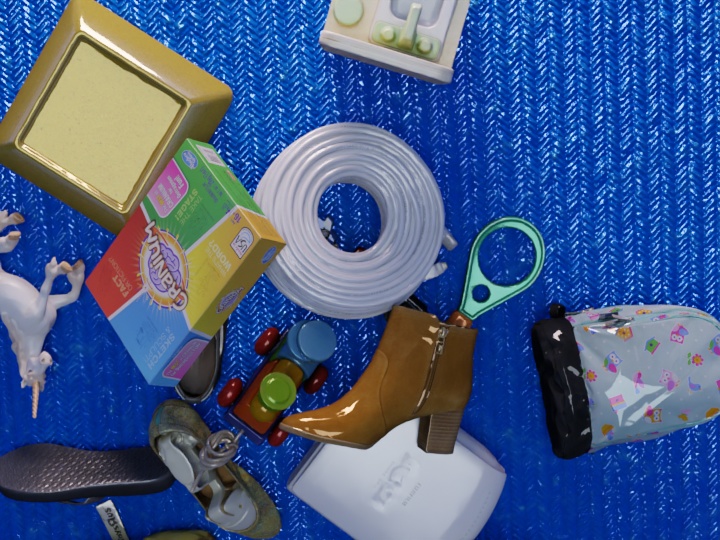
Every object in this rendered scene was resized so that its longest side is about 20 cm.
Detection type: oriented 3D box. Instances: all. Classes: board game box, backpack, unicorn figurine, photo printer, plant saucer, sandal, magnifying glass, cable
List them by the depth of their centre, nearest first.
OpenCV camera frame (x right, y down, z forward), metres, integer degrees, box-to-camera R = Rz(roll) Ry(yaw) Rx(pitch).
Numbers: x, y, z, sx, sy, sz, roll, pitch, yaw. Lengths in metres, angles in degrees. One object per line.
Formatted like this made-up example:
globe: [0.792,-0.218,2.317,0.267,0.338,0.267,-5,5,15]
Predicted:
board game box: [-0.181,-0.007,1.273,0.200,0.040,0.153,-51,58,19]
cable: [-0.012,-0.050,1.290,0.199,0.069,0.201,-33,91,-15]
backpack: [0.290,0.110,1.309,0.198,0.127,0.169,-10,95,-2]
plant saucer: [-0.265,-0.153,1.310,0.199,0.048,0.201,31,97,-4]
unicorn figurine: [-0.359,0.032,1.331,0.200,0.074,0.138,42,106,9]
magnifying glass: [0.124,0.031,1.350,0.079,0.022,0.201,35,97,-5]
photo printer: [0.045,0.226,1.352,0.199,0.069,0.167,37,96,-5]
sandal: [-0.298,0.228,1.354,0.198,0.076,0.043,1,125,0]

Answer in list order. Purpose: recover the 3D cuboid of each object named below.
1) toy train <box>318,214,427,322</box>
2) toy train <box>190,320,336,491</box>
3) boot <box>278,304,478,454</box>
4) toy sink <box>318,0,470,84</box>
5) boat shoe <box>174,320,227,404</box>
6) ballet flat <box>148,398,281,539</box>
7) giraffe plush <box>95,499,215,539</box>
toy train: [0.000,0.000,1.339,0.200,0.034,0.046,41,92,-6]
toy train: [-0.099,0.139,1.280,0.084,0.116,0.201,38,65,-5]
boot: [0.020,0.106,1.270,0.199,0.071,0.146,7,91,-20]
toy sink: [0.036,-0.253,1.221,0.129,0.200,0.113,16,98,-1]
boat shoe: [-0.172,0.040,1.329,0.071,0.068,0.202,2,96,1]
ballet flat: [-0.158,0.227,1.339,0.070,0.071,0.201,-34,107,4]
giraffe plush: [-0.231,0.352,1.321,0.172,0.162,0.200,-41,97,5]
